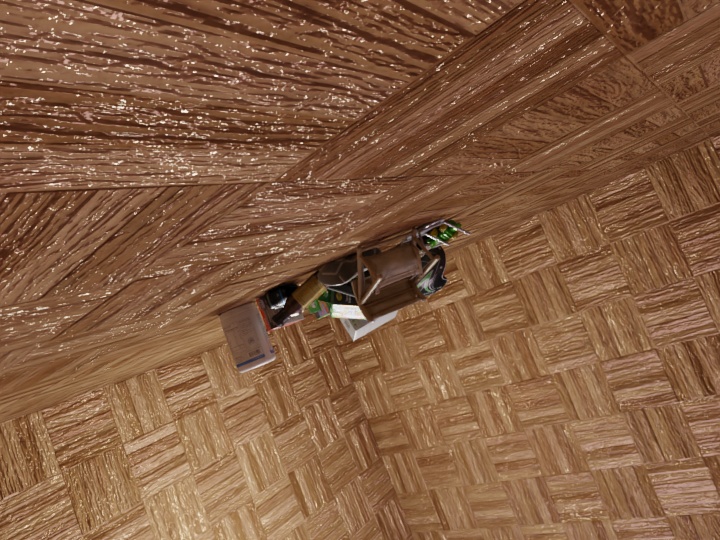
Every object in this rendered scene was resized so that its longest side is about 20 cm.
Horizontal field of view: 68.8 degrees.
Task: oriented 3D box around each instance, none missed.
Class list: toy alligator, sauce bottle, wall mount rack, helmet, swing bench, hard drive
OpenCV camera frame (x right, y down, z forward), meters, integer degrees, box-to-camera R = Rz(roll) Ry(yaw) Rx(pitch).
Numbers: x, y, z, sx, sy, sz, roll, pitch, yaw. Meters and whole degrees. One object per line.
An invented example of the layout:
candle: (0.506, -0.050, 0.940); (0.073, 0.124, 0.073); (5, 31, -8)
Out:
toy alligator: (0.251, -0.112, 1.688); (0.200, 0.059, 0.054); (-38, -152, 44)
sauce bottle: (-0.178, 0.086, 1.557); (0.200, 0.065, 0.065); (-43, 176, -2)
wall mount rack: (0.220, -0.101, 1.578); (0.173, 0.075, 0.200); (-20, 176, -26)
helmet: (0.217, -0.011, 1.902); (0.199, 0.201, 0.191); (-22, 147, 6)
swing bench: (0.090, 0.015, 1.480); (0.198, 0.130, 0.201); (-19, 144, -25)
hard drive: (-0.047, 0.055, 1.691); (0.199, 0.033, 0.140); (17, -178, 9)

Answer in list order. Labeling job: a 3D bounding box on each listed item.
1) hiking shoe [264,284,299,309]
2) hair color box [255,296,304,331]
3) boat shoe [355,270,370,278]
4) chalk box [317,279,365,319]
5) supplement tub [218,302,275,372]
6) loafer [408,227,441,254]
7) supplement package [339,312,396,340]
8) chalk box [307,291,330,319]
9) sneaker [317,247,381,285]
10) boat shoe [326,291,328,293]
hiking shoe: (-0.210, 0.080, 1.646); (0.086, 0.075, 0.200); (-23, 175, 25)
hair color box: (-0.264, 0.131, 1.751); (0.064, 0.112, 0.200); (-23, 175, 11)
boat shoe: (0.000, -0.001, 1.720); (0.066, 0.072, 0.201); (-30, 177, 28)
chalk box: (-0.047, 0.089, 1.829); (0.198, 0.126, 0.124); (4, 152, -3)
supplement tub: (-0.369, 0.219, 1.719); (0.131, 0.201, 0.132); (-21, 175, -2)
loafer: (0.203, -0.090, 1.764); (0.199, 0.072, 0.063); (-30, 156, 12)
supplement package: (0.032, 0.156, 2.007); (0.199, 0.118, 0.117); (-27, 159, -18)
chalk box: (-0.121, 0.105, 2.050); (0.199, 0.125, 0.124); (-20, 175, -35)
sneaker: (-0.031, -0.006, 1.540); (0.199, 0.071, 0.080); (-22, 178, -10)
boat shoe: (-0.037, 0.028, 1.959); (0.201, 0.075, 0.065); (-19, 137, -4)
